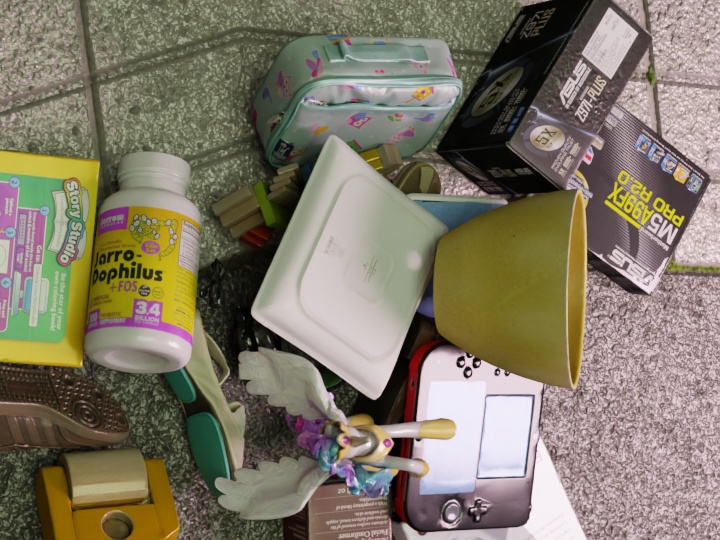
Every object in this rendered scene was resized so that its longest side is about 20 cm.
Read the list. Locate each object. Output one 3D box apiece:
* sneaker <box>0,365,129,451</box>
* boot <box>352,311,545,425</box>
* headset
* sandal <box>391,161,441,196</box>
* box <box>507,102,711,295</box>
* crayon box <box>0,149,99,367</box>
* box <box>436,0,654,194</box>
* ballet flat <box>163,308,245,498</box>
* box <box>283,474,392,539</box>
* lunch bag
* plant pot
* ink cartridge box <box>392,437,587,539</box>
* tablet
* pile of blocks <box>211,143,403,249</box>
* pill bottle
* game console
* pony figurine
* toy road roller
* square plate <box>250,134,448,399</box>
[{"bbox_3d":[-0.320,0.140,1.631,0.199,0.071,0.076,21,126,-38],"label":"sneaker"},{"bbox_3d":[0.099,0.155,1.819,0.199,0.064,0.188,23,98,-34],"label":"boot"},{"bbox_3d":[-0.082,0.060,1.691,0.123,0.094,0.200,-34,120,20],"label":"headset"},{"bbox_3d":[0.009,-0.033,1.771,0.201,0.054,0.080,-54,134,-9],"label":"sandal"},{"bbox_3d":[0.283,-0.091,1.901,0.199,0.044,0.161,35,77,-21],"label":"box"},{"bbox_3d":[-0.345,-0.014,1.612,0.171,0.058,0.202,6,89,-25],"label":"crayon box"},{"bbox_3d":[0.194,-0.187,1.794,0.086,0.163,0.201,36,78,-21],"label":"box"},{"bbox_3d":[-0.151,0.130,1.703,0.069,0.069,0.202,-25,101,-22],"label":"ballet flat"},{"bbox_3d":[-0.023,0.314,1.757,0.099,0.075,0.202,-3,94,-24],"label":"box"},{"bbox_3d":[-0.005,-0.171,1.700,0.198,0.161,0.078,-5,65,-27],"label":"lunch bag"},{"bbox_3d":[0.151,0.016,1.709,0.140,0.200,0.202,2,90,12],"label":"plant pot"},{"bbox_3d":[0.153,0.312,1.853,0.199,0.041,0.201,-30,103,-21],"label":"ink cartridge box"},{"bbox_3d":[0.084,0.016,1.797,0.129,0.014,0.202,1,110,-27],"label":"tablet"},{"bbox_3d":[-0.046,-0.070,1.699,0.198,0.082,0.063,-21,73,-4],"label":"pile of blocks"},{"bbox_3d":[-0.208,-0.009,1.635,0.103,0.104,0.202,12,68,-24],"label":"pill bottle"},{"bbox_3d":[0.120,0.174,1.778,0.175,0.031,0.202,4,96,-30],"label":"game console"},{"bbox_3d":[-0.029,0.165,1.653,0.199,0.192,0.168,12,80,-56],"label":"pony figurine"},{"bbox_3d":[-0.249,0.287,1.646,0.122,0.146,0.201,-2,55,-24],"label":"toy road roller"},{"bbox_3d":[0.000,0.000,1.674,0.198,0.028,0.201,37,70,-40],"label":"square plate"}]
